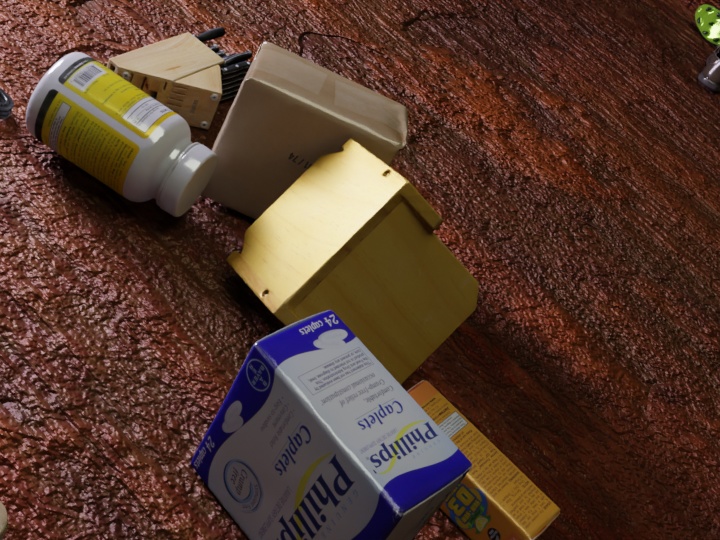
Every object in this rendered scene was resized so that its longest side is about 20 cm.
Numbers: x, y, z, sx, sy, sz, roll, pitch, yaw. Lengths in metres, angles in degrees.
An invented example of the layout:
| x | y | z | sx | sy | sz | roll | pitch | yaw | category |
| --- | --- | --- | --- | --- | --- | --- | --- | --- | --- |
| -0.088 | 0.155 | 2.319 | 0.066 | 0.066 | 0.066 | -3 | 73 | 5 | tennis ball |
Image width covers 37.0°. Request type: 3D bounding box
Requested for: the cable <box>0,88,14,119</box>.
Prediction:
| x | y | z | sx | sy | sz | roll | pitch | yaw | category |
| --- | --- | --- | --- | --- | --- | --- | --- | --- | --- |
| -0.497 | -0.241 | 1.271 | 0.200 | 0.050 | 0.097 | 37 | 20 | -11 | cable |

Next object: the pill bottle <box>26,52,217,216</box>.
| x | y | z | sx | sy | sz | roll | pitch | yaw | category |
| --- | --- | --- | --- | --- | --- | --- | --- | --- | --- |
| -0.270 | -0.151 | 1.230 | 0.200 | 0.113 | 0.112 | 34 | 39 | 4 | pill bottle |

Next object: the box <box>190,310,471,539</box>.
| x | y | z | sx | sy | sz | roll | pitch | yaw | category |
| --- | --- | --- | --- | --- | --- | --- | --- | --- | --- |
| -0.034 | 0.177 | 0.980 | 0.200 | 0.184 | 0.105 | 46 | 40 | 19 | box |

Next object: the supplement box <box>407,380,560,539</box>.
| x | y | z | sx | sy | sz | roll | pitch | yaw | category |
| --- | --- | --- | --- | --- | --- | --- | --- | --- | --- |
| 0.108 | 0.213 | 1.127 | 0.200 | 0.067 | 0.069 | 42 | 40 | 15 | supplement box |

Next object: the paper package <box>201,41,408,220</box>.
| x | y | z | sx | sy | sz | roll | pitch | yaw | category |
| --- | --- | --- | --- | --- | --- | --- | --- | --- | --- |
| -0.070 | -0.144 | 1.299 | 0.200 | 0.191 | 0.104 | 24 | 36 | -10 | paper package |

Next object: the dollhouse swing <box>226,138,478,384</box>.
| x | y | z | sx | sy | sz | roll | pitch | yaw | category |
| --- | --- | --- | --- | --- | --- | --- | --- | --- | --- |
| 0.000 | 0.000 | 1.217 | 0.176 | 0.200 | 0.182 | 46 | -2 | -42 | dollhouse swing |

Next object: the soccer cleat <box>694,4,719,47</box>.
| x | y | z | sx | sy | sz | roll | pitch | yaw | category |
| --- | --- | --- | --- | --- | --- | --- | --- | --- | --- |
| 0.819 | -0.511 | 2.379 | 0.200 | 0.068 | 0.081 | 52 | 25 | 23 | soccer cleat |

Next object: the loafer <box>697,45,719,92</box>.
| x | y | z | sx | sy | sz | roll | pitch | yaw | category |
| --- | --- | --- | --- | --- | --- | --- | --- | --- | --- |
| 0.765 | -0.433 | 2.243 | 0.073 | 0.071 | 0.200 | 35 | 39 | 5 | loafer |

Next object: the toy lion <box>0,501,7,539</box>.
| x | y | z | sx | sy | sz | roll | pitch | yaw | category |
| --- | --- | --- | --- | --- | --- | --- | --- | --- | --- |
| -0.388 | 0.185 | 0.852 | 0.191 | 0.069 | 0.200 | -5 | 50 | -27 | toy lion |

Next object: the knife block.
| x | y | z | sx | sy | sz | roll | pitch | yaw | category |
| --- | --- | --- | --- | --- | --- | --- | --- | --- | --- |
| -0.243 | -0.274 | 1.433 | 0.200 | 0.064 | 0.176 | 11 | 42 | -23 | knife block |
